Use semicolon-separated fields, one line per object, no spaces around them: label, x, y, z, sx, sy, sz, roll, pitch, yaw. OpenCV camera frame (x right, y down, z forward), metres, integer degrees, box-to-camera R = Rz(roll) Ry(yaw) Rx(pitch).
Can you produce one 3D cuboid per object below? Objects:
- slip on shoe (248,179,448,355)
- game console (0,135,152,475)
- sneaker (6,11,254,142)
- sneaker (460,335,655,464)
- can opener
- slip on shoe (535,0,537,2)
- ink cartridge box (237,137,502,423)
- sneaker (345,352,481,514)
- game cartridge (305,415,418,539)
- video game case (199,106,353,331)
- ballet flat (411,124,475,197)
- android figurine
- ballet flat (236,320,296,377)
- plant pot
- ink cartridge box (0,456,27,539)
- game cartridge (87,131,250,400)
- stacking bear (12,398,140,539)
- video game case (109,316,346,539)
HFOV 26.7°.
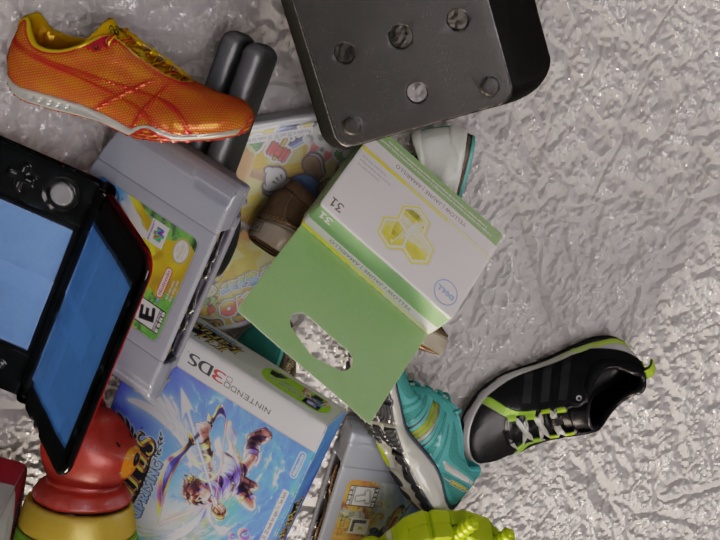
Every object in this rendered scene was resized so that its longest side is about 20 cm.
slip on shoe;0.000;0.000;1.285;0.199;0.076;0.061;34;80;-10
game console;-0.262;0.025;1.175;0.171;0.119;0.201;23;109;-7
sneaker;-0.176;-0.147;1.160;0.198;0.073;0.078;16;109;1
sneaker;0.185;0.124;1.426;0.199;0.083;0.072;-31;119;-8
can opener;-0.115;-0.093;1.232;0.066;0.052;0.202;-5;119;-54
slip on shoe;0.141;-0.317;1.232;0.060;0.076;0.202;14;110;-7
ink cartridge box;0.012;0.000;1.225;0.145;0.048;0.201;40;54;-8
sneaker;0.048;0.132;1.369;0.079;0.077;0.201;-38;121;-20
game cartridge;0.020;0.237;1.447;0.132;0.042;0.202;10;108;-19
video game case;-0.089;-0.041;1.296;0.198;0.023;0.184;-11;115;-15
ballet flat;0.053;-0.032;1.335;0.069;0.069;0.202;3;108;-21
android figurine;0.057;0.283;1.398;0.181;0.041;0.200;26;127;-34
ballet flat;-0.105;0.120;1.341;0.075;0.068;0.201;17;115;-50
plant pot;0.032;-0.194;1.144;0.197;0.178;0.202;-14;111;9
ink cartridge box;-0.363;0.245;1.199;0.143;0.200;0.147;13;108;-4
game cartridge;-0.180;-0.012;1.222;0.040;0.133;0.201;-14;133;-61
stacking bear;-0.230;0.209;1.255;0.113;0.121;0.202;10;100;19
video game case;-0.131;0.157;1.280;0.180;0.045;0.201;31;112;14
